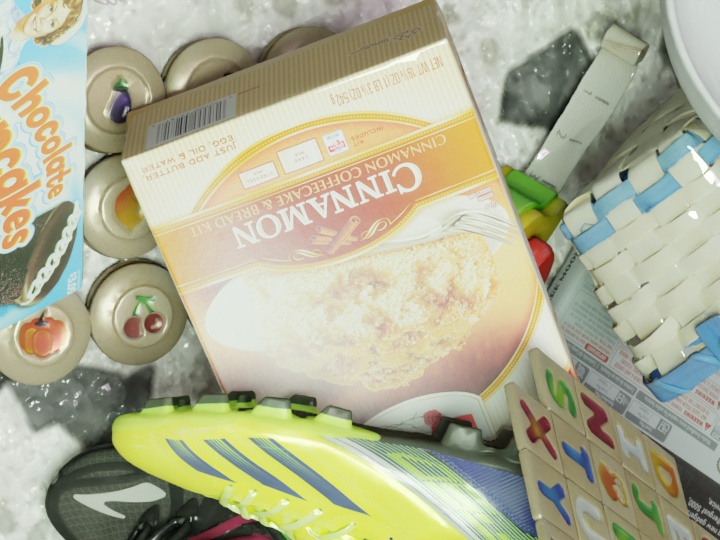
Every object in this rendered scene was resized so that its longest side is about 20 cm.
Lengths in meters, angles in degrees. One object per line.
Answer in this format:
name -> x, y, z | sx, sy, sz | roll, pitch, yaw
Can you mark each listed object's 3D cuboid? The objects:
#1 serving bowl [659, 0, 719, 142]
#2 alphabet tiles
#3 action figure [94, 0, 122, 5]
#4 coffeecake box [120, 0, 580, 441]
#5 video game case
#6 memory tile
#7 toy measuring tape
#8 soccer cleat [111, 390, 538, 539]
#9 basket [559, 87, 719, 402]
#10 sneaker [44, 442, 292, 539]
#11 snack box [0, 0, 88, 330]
serving bowl -> 0.229, -0.114, 1.086 | 0.200, 0.066, 0.201 | 2, 73, -7
alphabet tiles -> 0.124, 0.128, 1.030 | 0.006, 0.167, 0.200 | -28, 141, 22
action figure -> -0.131, -0.199, 0.994 | 0.149, 0.200, 0.134 | 48, 117, 3
coffeecake box -> 0.000, 0.000, 1.078 | 0.153, 0.073, 0.200 | -20, 112, 6
video game case -> 0.149, 0.099, 1.249 | 0.200, 0.023, 0.182 | 34, 84, -28
memory tile -> -0.087, -0.033, 1.110 | 0.200, 0.017, 0.154 | -10, 104, -24
toy measuring tape -> 0.079, -0.041, 1.157 | 0.074, 0.074, 0.200 | 36, 84, -27
soccer cleat -> -0.013, 0.100, 1.033 | 0.200, 0.065, 0.084 | 9, 91, -2
basket -> 0.205, 0.003, 1.154 | 0.200, 0.139, 0.176 | 46, 34, 0
sneaker -> -0.072, 0.136, 1.055 | 0.084, 0.200, 0.077 | 5, 111, -56
snack box -> -0.169, -0.043, 0.967 | 0.116, 0.037, 0.200 | -30, 149, -28
